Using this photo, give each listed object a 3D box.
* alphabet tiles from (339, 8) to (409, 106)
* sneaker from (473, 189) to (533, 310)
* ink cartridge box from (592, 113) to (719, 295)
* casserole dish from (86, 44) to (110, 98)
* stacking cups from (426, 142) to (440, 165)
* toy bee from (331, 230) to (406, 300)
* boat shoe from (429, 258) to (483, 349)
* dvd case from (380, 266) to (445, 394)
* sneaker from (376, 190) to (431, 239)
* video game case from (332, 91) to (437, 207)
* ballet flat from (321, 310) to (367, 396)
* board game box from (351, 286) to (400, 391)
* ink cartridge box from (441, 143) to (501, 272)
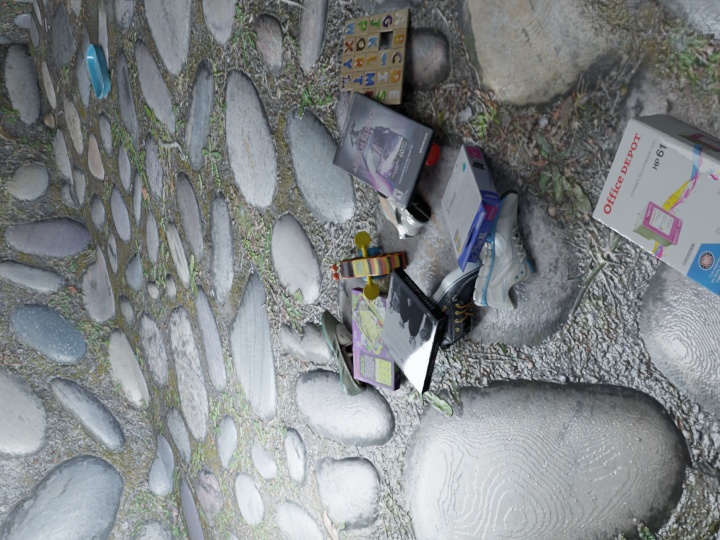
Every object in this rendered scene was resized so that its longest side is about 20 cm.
[{"bbox_3d":[0.021,-0.379,1.337,0.165,0.007,0.206,8,94,44],"label":"alphabet tiles"},{"bbox_3d":[0.246,-0.029,1.157,0.085,0.075,0.205,17,115,26],"label":"sneaker"},{"bbox_3d":[0.409,-0.088,0.886,0.200,0.083,0.148,43,133,40],"label":"ink cartridge box"},{"bbox_3d":[-0.966,-0.736,2.617,0.120,0.038,0.205,-24,81,54],"label":"casserole dish"},{"bbox_3d":[0.066,-0.245,1.330,0.199,0.059,0.062,38,129,41],"label":"stacking cups"},{"bbox_3d":[0.000,0.000,1.460,0.199,0.107,0.134,-38,72,52],"label":"toy bee"},{"bbox_3d":[0.180,0.062,1.269,0.092,0.070,0.201,61,148,19],"label":"boat shoe"},{"bbox_3d":[0.096,0.117,1.356,0.151,0.024,0.203,49,147,37],"label":"dvd case"},{"bbox_3d":[0.056,-0.148,1.364,0.203,0.072,0.080,60,143,22],"label":"sneaker"},{"bbox_3d":[0.039,-0.226,1.304,0.198,0.019,0.146,33,114,32],"label":"video game case"},{"bbox_3d":[-0.031,0.182,1.612,0.063,0.067,0.205,-20,84,26],"label":"ballet flat"},{"bbox_3d":[0.033,0.145,1.510,0.118,0.032,0.206,10,109,36],"label":"board game box"},{"bbox_3d":[0.180,-0.102,1.157,0.202,0.041,0.121,-93,16,-52],"label":"ink cartridge box"}]
